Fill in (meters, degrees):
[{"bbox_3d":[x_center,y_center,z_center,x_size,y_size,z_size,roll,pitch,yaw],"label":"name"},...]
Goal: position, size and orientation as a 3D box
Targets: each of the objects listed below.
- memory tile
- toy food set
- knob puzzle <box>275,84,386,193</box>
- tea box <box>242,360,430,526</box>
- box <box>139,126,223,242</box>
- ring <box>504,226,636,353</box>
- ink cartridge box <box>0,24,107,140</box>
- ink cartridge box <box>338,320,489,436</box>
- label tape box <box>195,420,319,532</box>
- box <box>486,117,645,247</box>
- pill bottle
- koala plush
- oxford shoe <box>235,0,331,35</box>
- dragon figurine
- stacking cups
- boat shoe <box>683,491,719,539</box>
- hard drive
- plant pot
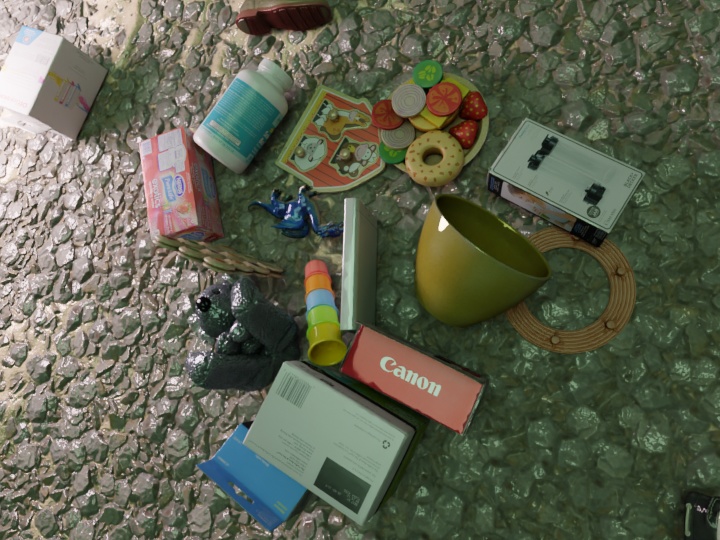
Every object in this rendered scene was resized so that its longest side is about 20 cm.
[{"bbox_3d":[-0.232,-0.023,0.878,0.152,0.200,0.017,22,95,20],"label":"memory tile"},{"bbox_3d":[0.119,-0.254,0.898,0.198,0.049,0.200,39,91,18],"label":"toy food set"},{"bbox_3d":[-0.040,-0.231,0.952,0.218,0.030,0.222,-3,79,15],"label":"knob puzzle"},{"bbox_3d":[-0.025,0.237,0.771,0.199,0.197,0.134,27,88,18],"label":"tea box"},{"bbox_3d":[-0.337,-0.153,0.987,0.102,0.095,0.202,-16,76,12],"label":"box"},{"bbox_3d":[0.318,0.027,0.807,0.199,0.019,0.202,-3,78,15],"label":"ring"},{"bbox_3d":[-0.665,-0.383,1.108,0.128,0.125,0.201,22,86,19],"label":"ink cartridge box"},{"bbox_3d":[0.080,0.155,0.768,0.199,0.176,0.084,24,87,19],"label":"ink cartridge box"},{"bbox_3d":[-0.129,0.294,0.788,0.144,0.200,0.064,32,90,18],"label":"label tape box"},{"bbox_3d":[0.311,-0.139,0.809,0.199,0.060,0.117,31,79,18],"label":"box"},{"bbox_3d":[-0.210,-0.290,0.968,0.111,0.111,0.201,38,92,19],"label":"pill bottle"},{"bbox_3d":[-0.216,0.092,0.893,0.200,0.183,0.178,33,90,40],"label":"koala plush"},{"bbox_3d":[-0.150,-0.517,1.017,0.198,0.070,0.075,3,75,15],"label":"oxford shoe"},{"bbox_3d":[-0.124,-0.093,0.934,0.198,0.059,0.100,-4,78,14],"label":"dragon figurine"},{"bbox_3d":[-0.067,0.057,0.842,0.060,0.061,0.201,-27,42,10],"label":"stacking cups"},{"bbox_3d":[0.452,0.391,0.678,0.060,0.073,0.202,5,99,57],"label":"boat shoe"},{"bbox_3d":[0.000,0.000,0.843,0.026,0.132,0.202,-1,79,16],"label":"hard drive"},{"bbox_3d":[0.160,0.001,0.783,0.200,0.200,0.143,41,118,19],"label":"plant pot"}]
